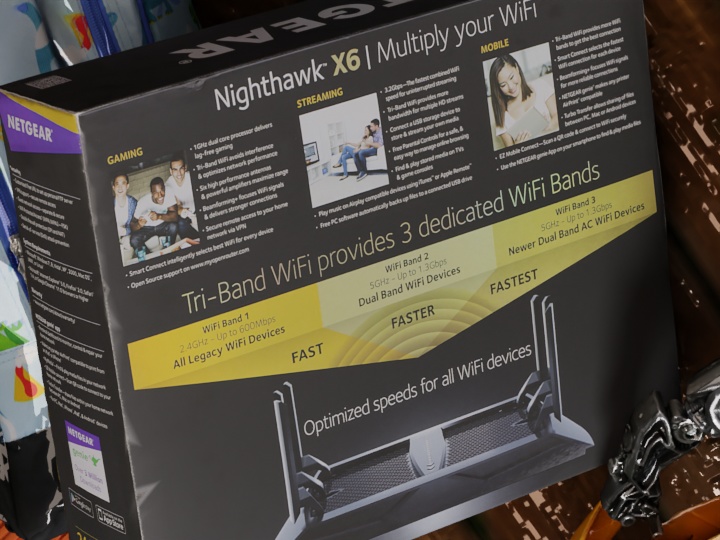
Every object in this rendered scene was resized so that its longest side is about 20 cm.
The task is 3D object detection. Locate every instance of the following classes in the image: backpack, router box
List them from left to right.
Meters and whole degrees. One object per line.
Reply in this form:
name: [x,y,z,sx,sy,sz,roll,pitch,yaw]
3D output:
backpack: [-0.100,-0.040,0.924,0.153,0.163,0.201,-33,95,9]
router box: [0.000,0.000,0.863,0.052,0.199,0.158,20,122,54]

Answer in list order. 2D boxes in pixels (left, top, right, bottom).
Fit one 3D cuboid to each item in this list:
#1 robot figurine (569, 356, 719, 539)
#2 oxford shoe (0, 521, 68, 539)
robot figurine: [0.126,0.102,0.911,0.144,0.058,0.200,29,120,-7]
oxford shoe: [-0.145,0.106,1.045,0.073,0.071,0.201,-6,107,32]
